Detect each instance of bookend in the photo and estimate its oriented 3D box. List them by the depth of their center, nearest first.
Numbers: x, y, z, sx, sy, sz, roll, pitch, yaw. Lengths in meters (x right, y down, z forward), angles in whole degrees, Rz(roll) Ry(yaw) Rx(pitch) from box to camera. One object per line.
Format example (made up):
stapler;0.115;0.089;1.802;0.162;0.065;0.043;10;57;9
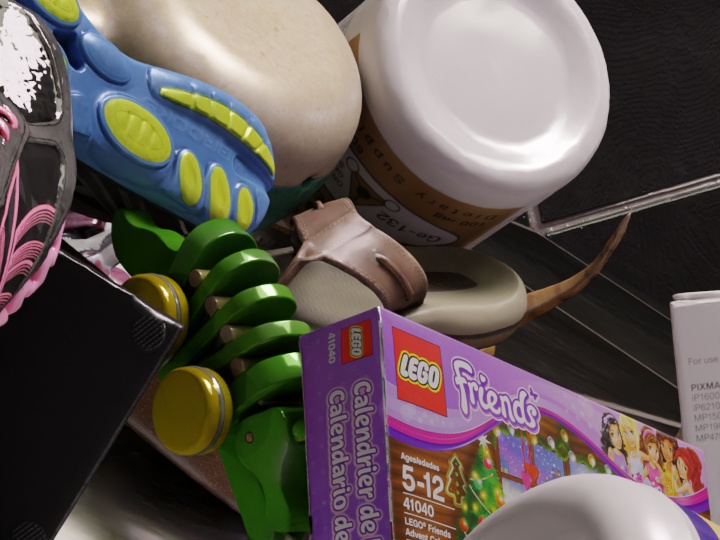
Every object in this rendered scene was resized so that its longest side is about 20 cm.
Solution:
bookend;-0.159;-0.007;1.023;0.200;0.092;0.199;32;6;-1

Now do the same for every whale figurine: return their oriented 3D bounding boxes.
whale figurine;-0.095;-0.093;1.213;0.200;0.104;0.159;44;30;15

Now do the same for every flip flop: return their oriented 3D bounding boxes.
flip flop;0.000;0.000;1.189;0.200;0.058;0.081;-3;34;-48

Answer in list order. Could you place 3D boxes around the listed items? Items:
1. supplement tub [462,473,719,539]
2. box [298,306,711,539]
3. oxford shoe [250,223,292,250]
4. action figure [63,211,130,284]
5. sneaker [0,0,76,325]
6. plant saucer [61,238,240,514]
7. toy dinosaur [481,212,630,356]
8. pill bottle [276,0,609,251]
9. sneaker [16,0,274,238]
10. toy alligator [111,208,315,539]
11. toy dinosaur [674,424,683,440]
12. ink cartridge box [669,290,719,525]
supplement tub;0.109;0.156;0.793;0.200;0.146;0.145;28;7;-20
box;0.058;0.106;1.034;0.200;0.039;0.137;24;54;-46
oxford shoe;-0.021;0.030;1.239;0.200;0.071;0.073;40;-1;29
action figure;-0.140;-0.046;1.360;0.148;0.134;0.200;-1;35;2
sneaker;-0.124;-0.018;0.857;0.079;0.095;0.200;21;49;-6
plant saucer;-0.085;0.037;1.154;0.200;0.035;0.200;40;-1;1
toy dinosaur;0.038;0.032;1.347;0.106;0.199;0.061;-29;98;-84
pill bottle;0.014;-0.054;1.315;0.114;0.115;0.200;29;-29;-16
sneaker;-0.120;-0.062;1.075;0.083;0.071;0.199;-15;-38;41
toy alligator;-0.031;0.048;1.021;0.059;0.054;0.200;4;51;-47
toy dinosaur;0.114;0.116;1.368;0.101;0.058;0.200;44;-25;-13
ink cartridge box;0.196;0.109;1.280;0.085;0.201;0.148;-5;-4;19
